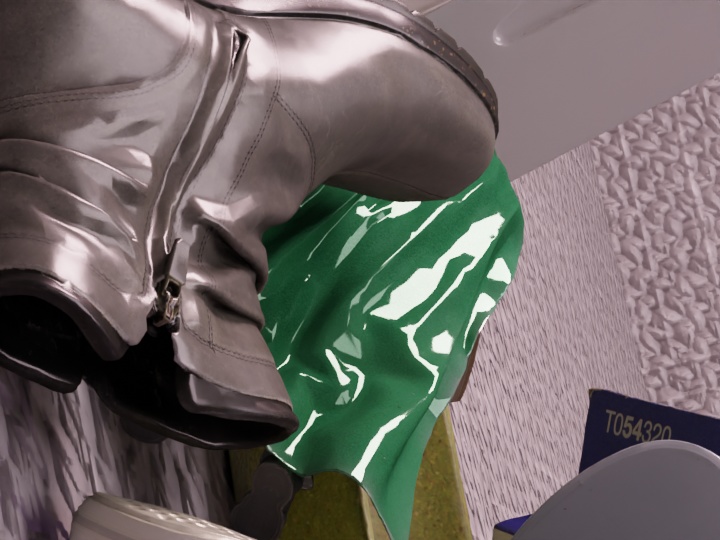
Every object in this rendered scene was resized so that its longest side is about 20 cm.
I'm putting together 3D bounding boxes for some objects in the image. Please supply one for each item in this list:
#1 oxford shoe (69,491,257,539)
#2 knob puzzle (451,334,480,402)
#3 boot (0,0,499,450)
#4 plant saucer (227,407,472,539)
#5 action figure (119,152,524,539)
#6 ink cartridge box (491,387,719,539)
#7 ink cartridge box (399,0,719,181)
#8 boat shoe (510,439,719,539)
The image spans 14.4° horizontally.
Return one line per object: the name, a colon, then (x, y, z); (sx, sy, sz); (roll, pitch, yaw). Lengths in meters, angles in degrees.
oxford shoe: (-0.023, 0.107, 0.729); (0.058, 0.075, 0.200); (-63, 156, -14)
knob puzzle: (0.012, -0.043, 1.122); (0.220, 0.030, 0.220); (171, -90, -80)
boot: (-0.033, -0.012, 0.721); (0.200, 0.068, 0.131); (20, 55, -47)
plant saucer: (-0.007, 0.051, 0.950); (0.200, 0.048, 0.200); (57, 21, -64)
action figure: (0.000, 0.000, 0.830); (0.118, 0.055, 0.200); (46, 37, -6)
ink cartridge box: (0.099, 0.148, 0.956); (0.196, 0.043, 0.201); (11, -86, 63)
ink cartridge box: (0.037, -0.125, 1.003); (0.084, 0.144, 0.200); (64, -3, -39)
boat shoe: (0.061, 0.150, 0.909); (0.201, 0.071, 0.091); (-57, 158, -10)
